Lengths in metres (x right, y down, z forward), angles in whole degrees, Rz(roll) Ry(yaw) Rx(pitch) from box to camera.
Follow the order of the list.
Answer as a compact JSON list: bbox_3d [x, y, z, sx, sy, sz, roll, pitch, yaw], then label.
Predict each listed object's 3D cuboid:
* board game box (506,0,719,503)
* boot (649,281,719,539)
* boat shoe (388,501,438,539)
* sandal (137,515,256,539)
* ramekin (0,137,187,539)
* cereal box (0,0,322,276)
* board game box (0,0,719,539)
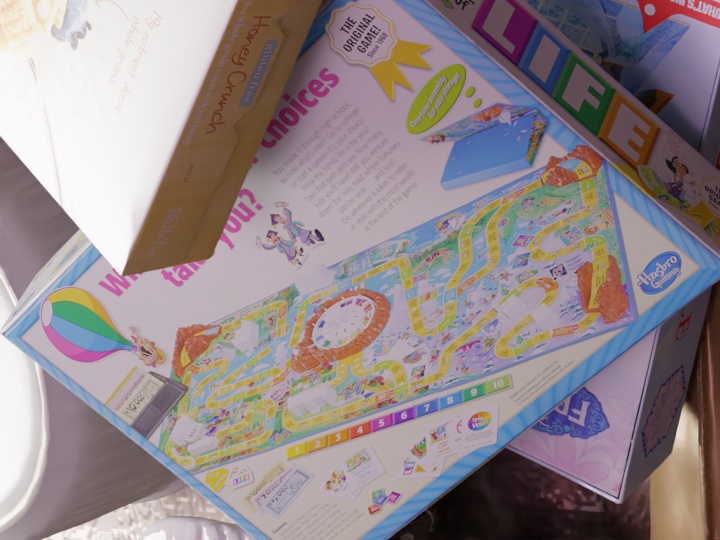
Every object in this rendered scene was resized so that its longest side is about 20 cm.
[{"bbox_3d":[0.023,-0.057,0.836,0.199,0.041,0.201,25,123,24],"label":"board game box"},{"bbox_3d":[0.105,0.072,0.903,0.174,0.066,0.201,12,116,31],"label":"boot"},{"bbox_3d":[-0.003,0.128,1.009,0.057,0.066,0.201,-114,26,-44],"label":"boat shoe"},{"bbox_3d":[0.013,0.137,0.933,0.205,0.059,0.080,13,99,24],"label":"sandal"},{"bbox_3d":[-0.143,0.013,1.060,0.199,0.105,0.202,19,122,35],"label":"ramekin"},{"bbox_3d":[-0.087,-0.116,0.762,0.200,0.039,0.144,46,128,30],"label":"cereal box"},{"bbox_3d":[0.000,0.000,0.802,0.134,0.034,0.200,40,129,-12],"label":"board game box"}]
